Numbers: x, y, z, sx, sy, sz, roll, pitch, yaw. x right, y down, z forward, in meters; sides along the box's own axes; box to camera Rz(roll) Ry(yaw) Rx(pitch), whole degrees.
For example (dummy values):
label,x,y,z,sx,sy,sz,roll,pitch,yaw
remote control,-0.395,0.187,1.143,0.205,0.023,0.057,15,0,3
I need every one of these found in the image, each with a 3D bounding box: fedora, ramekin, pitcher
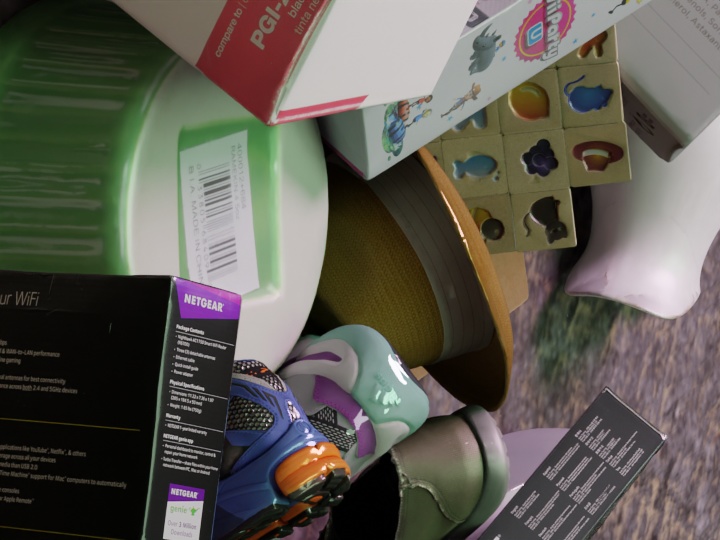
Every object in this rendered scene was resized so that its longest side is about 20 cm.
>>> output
label,x,y,z,sx,sy,sz,roll,pitch,yaw
fedora,0.000,0.000,1.479,0.082,0.200,0.201,-27,121,-16
ramekin,-0.098,-0.028,1.355,0.200,0.097,0.201,-9,101,-58
pitcher,0.200,-0.075,1.841,0.172,0.121,0.201,-3,107,-76

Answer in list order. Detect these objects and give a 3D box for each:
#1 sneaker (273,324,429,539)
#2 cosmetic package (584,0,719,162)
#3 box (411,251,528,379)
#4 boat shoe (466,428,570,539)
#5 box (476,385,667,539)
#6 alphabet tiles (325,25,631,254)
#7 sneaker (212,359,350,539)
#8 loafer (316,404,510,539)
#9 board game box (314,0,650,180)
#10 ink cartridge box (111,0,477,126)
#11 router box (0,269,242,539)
label,x,y,z,sx,sy,sz,roll,pitch,yaw
sneaker,-0.058,0.094,1.417,0.140,0.200,0.078,-38,91,-19
cosmetic package,0.191,-0.191,1.628,0.200,0.166,0.167,-44,177,2
box,0.040,-0.051,1.652,0.163,0.021,0.201,-33,120,-53
boat shoe,0.077,0.152,1.688,0.200,0.072,0.066,-34,125,-52
box,0.069,0.172,1.531,0.200,0.043,0.160,-47,171,-28
alphabet tiles,0.056,-0.103,1.552,0.006,0.165,0.201,-80,163,-72
sneaker,-0.088,0.104,1.314,0.075,0.200,0.079,-2,64,-55
loafer,0.005,0.135,1.504,0.069,0.200,0.075,-2,53,-31
board game box,0.036,-0.151,1.439,0.200,0.148,0.064,-33,144,-19
ink cartridge box,-0.058,-0.160,1.305,0.145,0.200,0.085,-16,139,-58
router box,-0.148,0.075,1.186,0.051,0.199,0.150,17,79,-55
